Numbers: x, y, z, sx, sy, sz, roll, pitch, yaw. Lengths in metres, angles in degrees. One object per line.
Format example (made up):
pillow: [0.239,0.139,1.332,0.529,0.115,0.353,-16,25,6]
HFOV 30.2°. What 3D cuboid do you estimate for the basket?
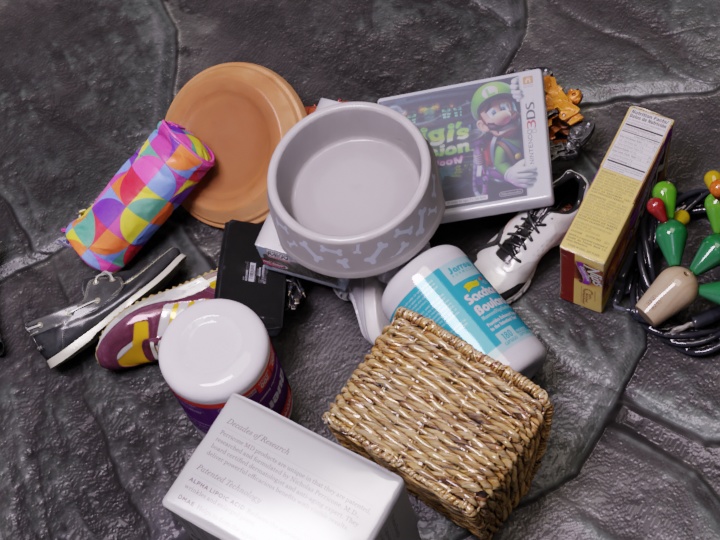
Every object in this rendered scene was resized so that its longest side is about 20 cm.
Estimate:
basket: [0.089,0.160,1.360,0.200,0.143,0.149,29,75,26]

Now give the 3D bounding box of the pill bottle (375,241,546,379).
pill bottle: [0.098,0.050,1.426,0.111,0.111,0.200,-36,73,-12]

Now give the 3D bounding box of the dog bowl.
dog bowl: [-0.008,-0.093,1.421,0.200,0.059,0.200,-5,62,9]

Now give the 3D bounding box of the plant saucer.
plant saucer: [-0.154,-0.148,1.576,0.200,0.037,0.200,1,92,24]

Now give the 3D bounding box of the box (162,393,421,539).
box: [-0.059,0.249,1.305,0.200,0.199,0.131,24,67,20]

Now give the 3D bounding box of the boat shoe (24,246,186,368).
boat shoe: [-0.289,0.029,1.529,0.200,0.072,0.068,-36,87,-10]

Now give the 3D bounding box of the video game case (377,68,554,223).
video game case: [0.116,-0.138,1.527,0.200,0.023,0.182,-9,58,15]

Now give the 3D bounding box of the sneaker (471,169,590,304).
sneaker: [0.185,-0.039,1.499,0.074,0.080,0.200,40,75,23]

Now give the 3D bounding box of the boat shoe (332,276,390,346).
boat shoe: [0.000,0.000,1.516,0.068,0.072,0.200,-20,66,25]

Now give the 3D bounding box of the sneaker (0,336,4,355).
sneaker: [-0.444,0.053,1.549,0.084,0.075,0.200,11,73,16]

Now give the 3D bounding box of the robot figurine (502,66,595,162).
robot figurine: [0.175,-0.159,1.578,0.200,0.058,0.145,-28,61,-6]

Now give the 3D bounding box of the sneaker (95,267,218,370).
sneaker: [-0.199,0.071,1.498,0.200,0.075,0.090,-29,56,-7]

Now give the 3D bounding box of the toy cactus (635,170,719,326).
toy cactus: [0.363,-0.006,1.406,0.165,0.102,0.200,-43,78,-2]

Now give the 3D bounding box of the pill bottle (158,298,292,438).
pill bottle: [-0.134,0.119,1.388,0.112,0.200,0.113,-4,61,7]

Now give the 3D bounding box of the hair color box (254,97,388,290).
hair color box: [-0.031,-0.087,1.491,0.099,0.061,0.200,16,67,17]

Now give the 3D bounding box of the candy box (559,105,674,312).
candy box: [0.283,-0.068,1.478,0.056,0.117,0.200,23,66,19]

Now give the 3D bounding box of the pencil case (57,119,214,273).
pencil case: [-0.261,-0.086,1.552,0.200,0.088,0.088,-44,61,12]

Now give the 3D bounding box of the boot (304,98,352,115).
boot: [-0.058,-0.171,1.620,0.200,0.075,0.107,23,58,17]

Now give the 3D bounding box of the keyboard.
keyboard: [-0.111,0.018,1.497,0.104,0.040,0.200,10,36,-7]

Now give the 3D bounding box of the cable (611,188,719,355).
cable: [0.378,-0.006,1.467,0.163,0.051,0.200,23,66,20]
